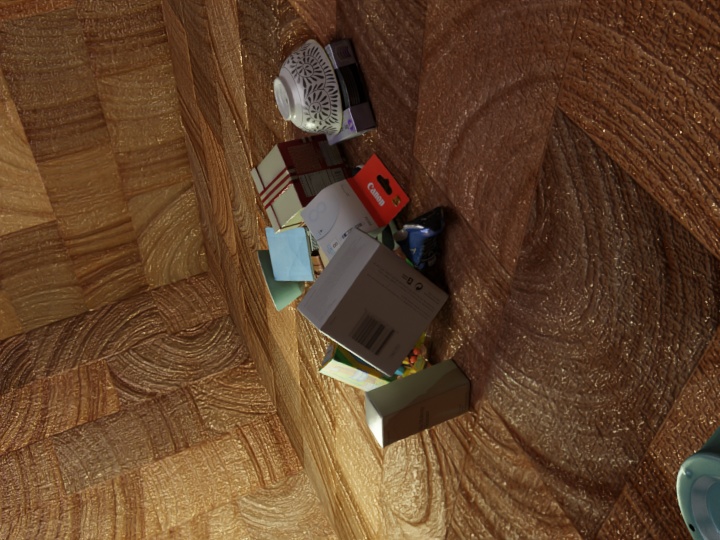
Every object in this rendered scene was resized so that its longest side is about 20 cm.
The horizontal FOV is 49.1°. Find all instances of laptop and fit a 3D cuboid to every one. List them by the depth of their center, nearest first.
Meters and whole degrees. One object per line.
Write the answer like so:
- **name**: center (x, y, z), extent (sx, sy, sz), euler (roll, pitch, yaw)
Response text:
- **laptop**: center (-0.171, -0.018, 2.243), extent (0.200, 0.115, 0.188), euler (48, 151, 50)

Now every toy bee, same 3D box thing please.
- **toy bee**: center (0.094, 0.191, 1.652), extent (0.108, 0.199, 0.132), euler (4, 84, 49)

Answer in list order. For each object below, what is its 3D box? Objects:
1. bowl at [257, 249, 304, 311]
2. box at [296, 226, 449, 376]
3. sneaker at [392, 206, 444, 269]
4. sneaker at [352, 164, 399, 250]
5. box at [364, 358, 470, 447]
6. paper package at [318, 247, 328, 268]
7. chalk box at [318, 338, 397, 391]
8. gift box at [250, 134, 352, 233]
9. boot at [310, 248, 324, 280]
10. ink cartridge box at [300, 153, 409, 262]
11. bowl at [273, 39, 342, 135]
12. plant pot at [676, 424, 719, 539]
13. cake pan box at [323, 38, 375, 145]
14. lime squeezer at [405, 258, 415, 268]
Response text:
- **bowl**: center (-0.239, 0.015, 2.447), extent (0.201, 0.104, 0.202), euler (160, 90, -87)
- **box**: center (0.024, 0.060, 1.512), extent (0.199, 0.200, 0.131), euler (36, 179, -30)
- **sneaker**: center (0.122, -0.056, 1.449), extent (0.090, 0.078, 0.200), euler (62, 169, 4)
- **sneaker**: center (-0.001, -0.123, 1.654), extent (0.201, 0.111, 0.073), euler (66, 160, 14)
- **box**: center (0.113, 0.262, 1.567), extent (0.078, 0.199, 0.095), euler (50, 153, 45)
- **paper package**: center (0.000, 0.000, 1.789), extent (0.192, 0.103, 0.200), euler (70, 161, 4)
- **chalk box**: center (0.027, 0.201, 1.801), extent (0.125, 0.199, 0.125), euler (128, 164, -61)
- **gift box**: center (-0.121, -0.195, 1.833), extent (0.187, 0.199, 0.186), euler (-32, 74, 56)
- **boot**: center (-0.082, 0.030, 2.089), extent (0.200, 0.073, 0.156), euler (28, 136, 65)
- **ink cartridge box**: center (-0.015, -0.126, 1.590), extent (0.047, 0.200, 0.160), euler (25, -155, -49)
- **bowl**: center (-0.120, -0.366, 1.630), extent (0.201, 0.094, 0.201), euler (54, 155, 40)
- **plant pot**: center (0.397, 0.189, 0.700), extent (0.200, 0.187, 0.201), euler (161, 90, -72)
- **cake pan box**: center (-0.043, -0.365, 1.635), extent (0.200, 0.052, 0.185), euler (4, 114, 70)
- **lime squeezer**: center (0.082, 0.003, 1.626), extent (0.201, 0.070, 0.038), euler (-59, 28, 29)
